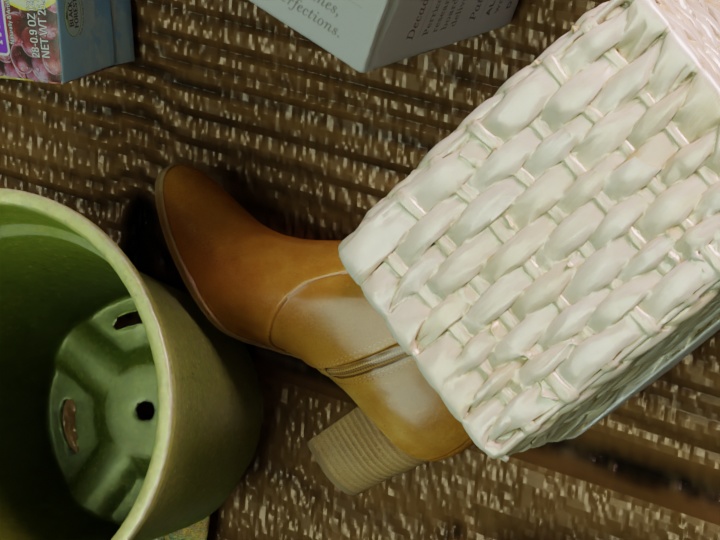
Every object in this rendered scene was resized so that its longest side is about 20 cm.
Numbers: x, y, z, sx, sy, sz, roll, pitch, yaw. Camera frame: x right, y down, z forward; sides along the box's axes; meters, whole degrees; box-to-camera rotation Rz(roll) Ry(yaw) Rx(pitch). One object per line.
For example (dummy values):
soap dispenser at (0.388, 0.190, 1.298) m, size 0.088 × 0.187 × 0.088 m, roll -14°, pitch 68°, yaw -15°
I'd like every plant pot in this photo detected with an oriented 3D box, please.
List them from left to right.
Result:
plant pot at (-0.143, 0.068, 1.289) m, size 0.199 × 0.184 × 0.201 m, roll -2°, pitch 85°, yaw 23°

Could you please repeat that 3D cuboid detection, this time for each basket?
basket at (0.105, -0.027, 1.114) m, size 0.200 × 0.123 × 0.136 m, roll -41°, pitch 80°, yaw 22°

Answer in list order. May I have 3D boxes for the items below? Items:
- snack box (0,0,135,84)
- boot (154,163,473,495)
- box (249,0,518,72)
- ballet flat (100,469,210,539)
snack box at (-0.218, -0.192, 1.353) m, size 0.199 × 0.068 × 0.169 m, roll 8°, pitch 109°, yaw 35°
boot at (0.000, 0.001, 1.265) m, size 0.144 × 0.071 × 0.202 m, roll -36°, pitch 86°, yaw 31°
box at (-0.006, -0.229, 1.150) m, size 0.199 × 0.131 × 0.201 m, roll 35°, pitch 121°, yaw 22°
ballet flat at (-0.136, 0.179, 1.411) m, size 0.071 × 0.071 × 0.201 m, roll 36°, pitch 122°, yaw 21°
